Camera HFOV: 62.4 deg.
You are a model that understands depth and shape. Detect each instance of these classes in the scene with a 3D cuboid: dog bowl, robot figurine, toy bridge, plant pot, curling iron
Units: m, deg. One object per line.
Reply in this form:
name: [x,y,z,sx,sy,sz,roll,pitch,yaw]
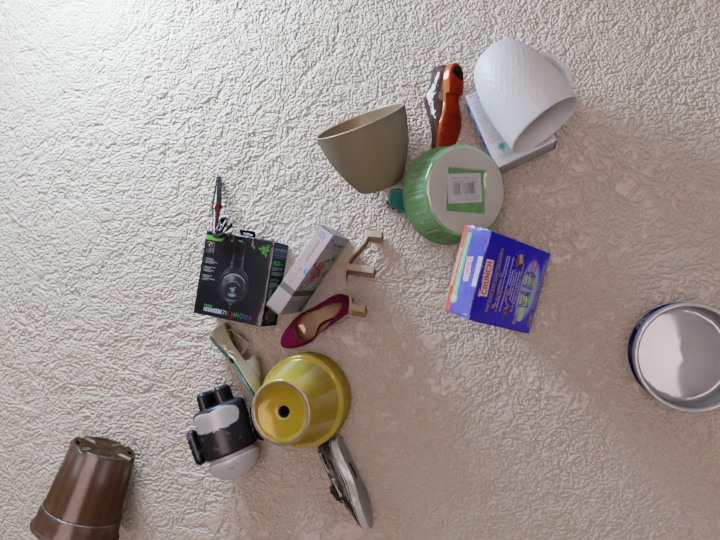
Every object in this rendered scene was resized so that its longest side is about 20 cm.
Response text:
dog bowl: [0.619,0.162,1.132,0.196,0.079,0.205,0,88,14]
robot figurine: [-0.300,0.362,1.330,0.149,0.124,0.203,-27,80,41]
toy bridge: [0.000,0.000,1.278,0.066,0.027,0.203,6,63,13]
plant pot: [-0.135,0.283,1.257,0.196,0.189,0.205,0,88,13]
plant pot: [-0.626,0.506,1.377,0.197,0.200,0.202,16,83,14]
curling iron: [-0.318,-0.145,1.356,0.049,0.026,0.202,-15,48,-1]

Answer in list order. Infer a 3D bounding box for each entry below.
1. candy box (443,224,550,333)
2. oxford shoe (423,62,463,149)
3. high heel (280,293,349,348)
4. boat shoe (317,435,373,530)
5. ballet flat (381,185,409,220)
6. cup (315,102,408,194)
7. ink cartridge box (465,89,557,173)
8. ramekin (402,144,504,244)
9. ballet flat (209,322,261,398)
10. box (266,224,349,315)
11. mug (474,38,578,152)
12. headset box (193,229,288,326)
candy box: [0.269,0.020,1.163,0.076,0.198,0.172,17,91,50]
oxford shoe: [0.173,-0.338,1.279,0.072,0.070,0.204,11,94,42]
high heel: [-0.106,0.112,1.302,0.199,0.096,0.068,-38,84,10]
boat shoe: [-0.033,0.466,1.289,0.063,0.071,0.203,-27,74,11]
ballet flat: [0.133,-0.128,1.263,0.197,0.072,0.073,23,93,-15]
cup: [0.022,-0.249,1.255,0.197,0.201,0.145,-17,111,12]
ink cartridge box: [0.304,-0.321,1.230,0.134,0.076,0.203,-23,84,10]
ramekin: [0.192,-0.155,1.196,0.196,0.098,0.205,0,90,-17]
ballet flat: [-0.270,0.200,1.354,0.070,0.069,0.200,-45,71,8]
box: [-0.109,0.001,1.279,0.041,0.156,0.202,35,95,10]
mug: [0.319,-0.350,1.130,0.197,0.148,0.177,-26,72,-20]
headset box: [-0.267,0.011,1.349,0.171,0.093,0.204,10,89,13]
